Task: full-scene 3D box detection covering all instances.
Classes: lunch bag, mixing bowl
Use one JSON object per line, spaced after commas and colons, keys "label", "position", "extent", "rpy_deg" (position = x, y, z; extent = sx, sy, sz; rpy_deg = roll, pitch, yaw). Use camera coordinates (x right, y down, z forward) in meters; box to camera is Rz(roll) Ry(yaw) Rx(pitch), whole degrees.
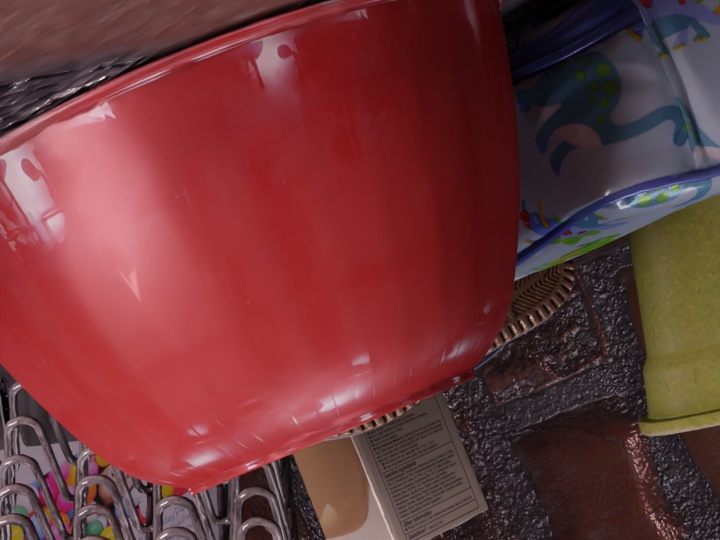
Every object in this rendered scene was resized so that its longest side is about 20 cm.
{"label": "lunch bag", "position": [0.123, -0.064, 0.680], "extent": [0.199, 0.083, 0.161], "rpy_deg": [-21, 174, -21]}
{"label": "mixing bowl", "position": [-0.028, 0.001, 0.555], "extent": [0.200, 0.109, 0.200], "rpy_deg": [-23, 176, -1]}

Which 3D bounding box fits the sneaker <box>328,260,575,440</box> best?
{"label": "sneaker", "position": [0.009, 0.042, 0.926], "extent": [0.200, 0.070, 0.108], "rpy_deg": [-24, 175, -23]}

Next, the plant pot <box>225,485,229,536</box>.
{"label": "plant pot", "position": [-0.176, 0.121, 0.890], "extent": [0.134, 0.201, 0.200], "rpy_deg": [9, -164, 36]}

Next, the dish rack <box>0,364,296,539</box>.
{"label": "dish rack", "position": [-0.091, 0.086, 0.629], "extent": [0.153, 0.055, 0.200], "rpy_deg": [-7, -147, -2]}

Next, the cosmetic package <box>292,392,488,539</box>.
{"label": "cosmetic package", "position": [0.002, 0.101, 1.284], "extent": [0.105, 0.201, 0.071], "rpy_deg": [-16, 174, -44]}

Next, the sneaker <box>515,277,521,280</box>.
{"label": "sneaker", "position": [0.000, 0.000, 0.802], "extent": [0.199, 0.084, 0.121], "rpy_deg": [-13, 168, -15]}

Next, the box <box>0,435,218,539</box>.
{"label": "box", "position": [-0.125, 0.109, 0.808], "extent": [0.041, 0.201, 0.156], "rpy_deg": [9, -164, 37]}

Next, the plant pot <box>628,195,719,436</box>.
{"label": "plant pot", "position": [0.239, -0.018, 1.080], "extent": [0.200, 0.185, 0.200], "rpy_deg": [-16, 179, 0]}
